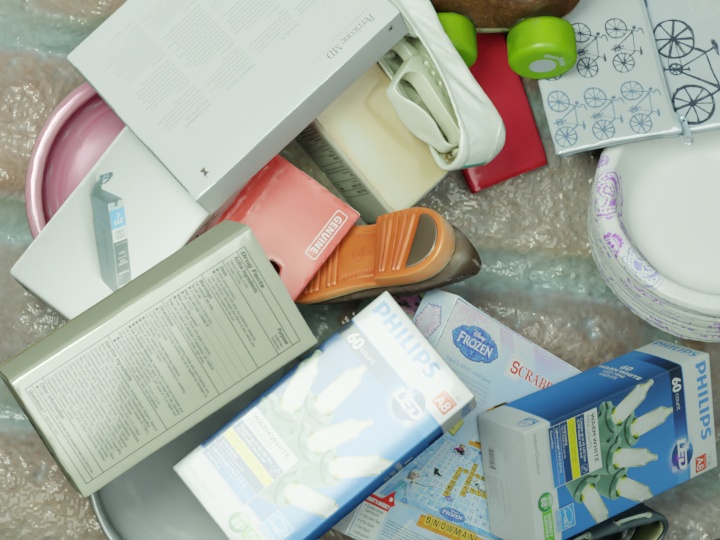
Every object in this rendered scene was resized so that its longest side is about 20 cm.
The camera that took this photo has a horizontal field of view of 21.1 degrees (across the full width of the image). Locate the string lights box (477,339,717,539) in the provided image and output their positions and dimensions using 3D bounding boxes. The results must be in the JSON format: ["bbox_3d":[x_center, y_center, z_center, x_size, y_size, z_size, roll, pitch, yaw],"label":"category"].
[{"bbox_3d":[0.190,0.135,1.527,0.200,0.059,0.103,-20,111,-33],"label":"string lights box"}]

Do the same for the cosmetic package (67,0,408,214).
[{"bbox_3d":[-0.089,-0.164,1.402,0.200,0.052,0.151,-42,73,0],"label":"cosmetic package"}]

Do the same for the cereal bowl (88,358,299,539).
[{"bbox_3d":[-0.116,0.144,1.488,0.199,0.083,0.201,0,90,-12],"label":"cereal bowl"}]

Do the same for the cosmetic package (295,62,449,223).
[{"bbox_3d":[-0.022,-0.134,1.502,0.071,0.105,0.200,-42,100,-10],"label":"cosmetic package"}]

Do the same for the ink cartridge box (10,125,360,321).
[{"bbox_3d":[-0.128,-0.021,1.431,0.176,0.045,0.200,36,82,9],"label":"ink cartridge box"}]

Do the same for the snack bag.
[{"bbox_3d":[0.233,-0.185,1.549,0.199,0.021,0.189,-8,65,-4],"label":"snack bag"}]

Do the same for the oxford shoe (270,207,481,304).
[{"bbox_3d":[0.000,0.000,1.485,0.073,0.200,0.072,29,65,-47],"label":"oxford shoe"}]

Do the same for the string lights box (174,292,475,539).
[{"bbox_3d":[-0.024,0.121,1.406,0.200,0.059,0.103,-40,78,-3],"label":"string lights box"}]

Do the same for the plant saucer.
[{"bbox_3d":[-0.160,-0.059,1.497,0.200,0.051,0.201,0,90,-12],"label":"plant saucer"}]

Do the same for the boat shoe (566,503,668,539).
[{"bbox_3d":[0.163,0.243,1.532,0.200,0.062,0.075,-28,123,-33],"label":"boat shoe"}]

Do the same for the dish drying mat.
[{"bbox_3d":[0.087,-0.168,1.571,0.077,0.018,0.200,-22,93,-14],"label":"dish drying mat"}]

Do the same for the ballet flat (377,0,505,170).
[{"bbox_3d":[0.034,-0.160,1.440,0.069,0.069,0.200,-35,91,-11],"label":"ballet flat"}]

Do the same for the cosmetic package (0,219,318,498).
[{"bbox_3d":[-0.144,0.060,1.371,0.200,0.073,0.104,-33,104,-13],"label":"cosmetic package"}]

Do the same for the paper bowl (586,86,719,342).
[{"bbox_3d":[0.281,-0.038,1.548,0.200,0.104,0.201,1,65,-1],"label":"paper bowl"}]

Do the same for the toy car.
[{"bbox_3d":[0.110,-0.263,1.457,0.157,0.200,0.165,1,69,-8],"label":"toy car"}]

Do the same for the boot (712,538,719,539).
[{"bbox_3d":[0.230,0.278,1.571,0.090,0.073,0.200,43,82,-15],"label":"boot"}]

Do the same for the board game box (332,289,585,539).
[{"bbox_3d":[0.087,0.143,1.515,0.200,0.041,0.200,31,82,-38],"label":"board game box"}]

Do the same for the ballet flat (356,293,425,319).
[{"bbox_3d":[0.019,0.097,1.526,0.069,0.071,0.201,16,86,-11],"label":"ballet flat"}]
